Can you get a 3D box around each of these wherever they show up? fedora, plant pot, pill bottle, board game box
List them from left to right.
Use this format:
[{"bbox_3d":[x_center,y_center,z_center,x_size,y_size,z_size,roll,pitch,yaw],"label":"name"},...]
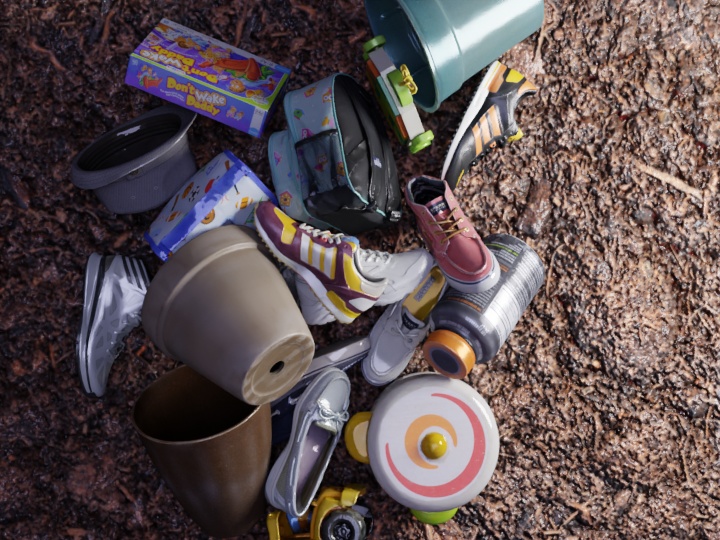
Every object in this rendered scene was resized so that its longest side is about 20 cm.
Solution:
[{"bbox_3d":[-0.296,-0.145,1.654,0.198,0.177,0.091,-30,120,-10],"label":"fedora"},{"bbox_3d":[-0.207,-0.267,1.654,0.197,0.135,0.045,22,125,-1],"label":"board game box"},{"bbox_3d":[-0.193,0.254,1.621,0.184,0.188,0.203,-12,118,-1],"label":"plant pot"},{"bbox_3d":[-0.155,0.072,1.542,0.200,0.200,0.174,-44,59,-2],"label":"plant pot"},{"bbox_3d":[0.133,-0.354,1.643,0.194,0.200,0.202,-31,90,-10],"label":"plant pot"},{"bbox_3d":[0.162,0.052,1.631,0.106,0.106,0.201,39,60,-1],"label":"pill bottle"}]

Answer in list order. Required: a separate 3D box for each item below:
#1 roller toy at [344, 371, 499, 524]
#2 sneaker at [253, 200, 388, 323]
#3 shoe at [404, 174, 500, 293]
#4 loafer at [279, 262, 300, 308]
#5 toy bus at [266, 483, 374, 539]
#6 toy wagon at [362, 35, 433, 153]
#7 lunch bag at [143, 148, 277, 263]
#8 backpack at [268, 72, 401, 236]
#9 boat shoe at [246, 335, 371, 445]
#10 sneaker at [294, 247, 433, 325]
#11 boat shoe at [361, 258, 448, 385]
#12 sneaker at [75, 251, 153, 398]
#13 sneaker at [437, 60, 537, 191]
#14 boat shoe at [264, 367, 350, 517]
[{"bbox_3d":[0.095,0.232,1.648,0.200,0.140,0.183,44,88,0],"label":"roller toy"},{"bbox_3d":[-0.051,-0.030,1.561,0.090,0.075,0.200,-40,101,19],"label":"sneaker"},{"bbox_3d":[0.117,-0.052,1.619,0.071,0.201,0.092,-30,127,-3],"label":"shoe"},{"bbox_3d":[-0.124,0.054,1.681,0.069,0.070,0.202,28,88,-1],"label":"loafer"},{"bbox_3d":[-0.082,0.387,1.653,0.188,0.136,0.204,8,87,9],"label":"toy bus"},{"bbox_3d":[0.048,-0.239,1.625,0.039,0.200,0.157,-27,90,0],"label":"toy wagon"},{"bbox_3d":[-0.200,-0.070,1.617,0.124,0.200,0.170,43,87,0],"label":"lunch bag"},{"bbox_3d":[-0.036,-0.158,1.635,0.151,0.175,0.204,-12,76,27],"label":"backpack"},{"bbox_3d":[-0.062,0.169,1.685,0.197,0.075,0.094,-25,95,7],"label":"boat shoe"},{"bbox_3d":[0.000,0.000,1.628,0.197,0.078,0.101,-20,108,1],"label":"sneaker"},{"bbox_3d":[0.066,0.073,1.685,0.070,0.070,0.201,35,88,-1],"label":"boat shoe"},{"bbox_3d":[-0.330,0.079,1.673,0.113,0.076,0.204,4,86,1],"label":"sneaker"},{"bbox_3d":[0.180,-0.191,1.692,0.089,0.070,0.203,25,87,2],"label":"sneaker"},{"bbox_3d":[-0.060,0.230,1.616,0.074,0.064,0.204,35,76,-38],"label":"boat shoe"}]
